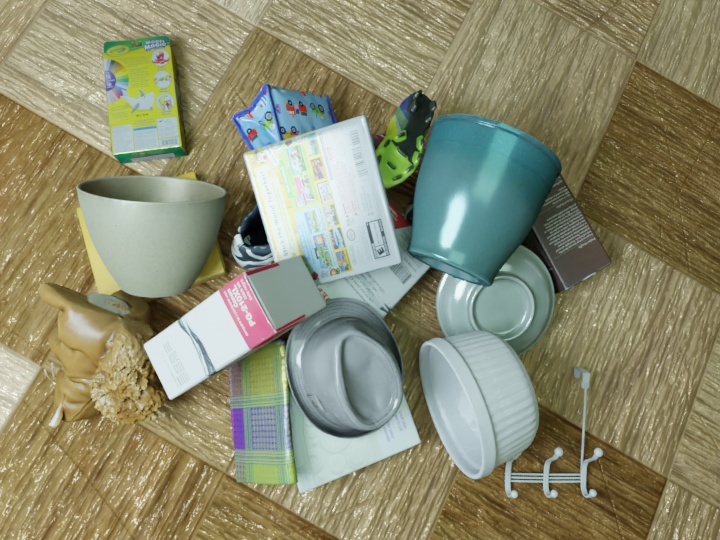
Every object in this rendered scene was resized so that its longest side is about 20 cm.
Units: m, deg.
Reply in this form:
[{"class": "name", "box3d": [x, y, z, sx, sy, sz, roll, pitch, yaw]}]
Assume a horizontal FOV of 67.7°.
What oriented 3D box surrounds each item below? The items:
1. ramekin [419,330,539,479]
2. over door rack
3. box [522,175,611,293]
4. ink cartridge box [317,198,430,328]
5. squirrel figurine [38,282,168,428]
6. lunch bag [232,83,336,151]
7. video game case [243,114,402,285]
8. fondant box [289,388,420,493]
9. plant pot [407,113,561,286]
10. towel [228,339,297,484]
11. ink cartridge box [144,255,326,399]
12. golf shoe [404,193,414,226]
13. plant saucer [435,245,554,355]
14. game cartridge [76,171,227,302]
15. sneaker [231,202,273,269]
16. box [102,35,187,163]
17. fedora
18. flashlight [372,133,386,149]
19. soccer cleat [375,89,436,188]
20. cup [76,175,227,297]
[{"class": "ramekin", "box3d": [0.173, 0.187, 0.788, 0.103, 0.200, 0.205, -16, 81, -13]}, {"class": "over door rack", "box3d": [0.302, 0.256, 0.855, 0.144, 0.067, 0.206, 3, 79, -6]}, {"class": "box", "box3d": [0.325, -0.073, 0.915, 0.098, 0.075, 0.203, -26, 82, -10]}, {"class": "ink cartridge box", "box3d": [0.000, 0.000, 0.850, 0.200, 0.084, 0.145, -45, 98, -13]}, {"class": "squirrel figurine", "box3d": [-0.363, 0.142, 0.750, 0.198, 0.141, 0.190, 29, 100, 24]}, {"class": "lunch bag", "box3d": [-0.087, -0.169, 0.840, 0.093, 0.149, 0.204, -28, 82, 35]}, {"class": "video game case", "box3d": [-0.051, -0.087, 0.743, 0.178, 0.023, 0.205, -14, 100, 11]}, {"class": "fondant box", "box3d": [-0.024, 0.229, 0.830, 0.196, 0.058, 0.147, -19, 82, -10]}, {"class": "plant pot", "box3d": [0.161, -0.088, 0.772, 0.196, 0.200, 0.192, 22, 87, -1]}, {"class": "towel", "box3d": [-0.146, 0.207, 0.794, 0.022, 0.142, 0.206, 6, 73, -47]}, {"class": "ink cartridge box", "box3d": [-0.165, 0.073, 0.715, 0.198, 0.144, 0.086, -32, 87, 24]}, {"class": "golf shoe", "box3d": [0.163, -0.057, 0.899, 0.197, 0.078, 0.096, 27, 85, 8]}, {"class": "plant saucer", "box3d": [0.220, 0.056, 0.856, 0.194, 0.050, 0.206, 0, 102, -1]}, {"class": "game cartridge", "box3d": [-0.334, -0.046, 0.863, 0.195, 0.032, 0.180, -18, 82, -7]}, {"class": "sneaker", "box3d": [-0.112, -0.070, 0.838, 0.194, 0.130, 0.081, -17, 82, -9]}, {"class": "box", "box3d": [-0.361, -0.288, 0.895, 0.114, 0.048, 0.206, -8, 83, -7]}, {"class": "fedora", "box3d": [-0.008, 0.141, 0.748, 0.174, 0.090, 0.204, -22, 96, -21]}, {"class": "flashlight", "box3d": [-0.004, -0.180, 0.838, 0.067, 0.199, 0.069, -25, 90, 29]}, {"class": "soccer cleat", "box3d": [0.059, -0.189, 0.817, 0.064, 0.084, 0.203, 34, 57, -12]}, {"class": "cup", "box3d": [-0.294, -0.047, 0.771, 0.195, 0.201, 0.147, 5, 108, -5]}]
